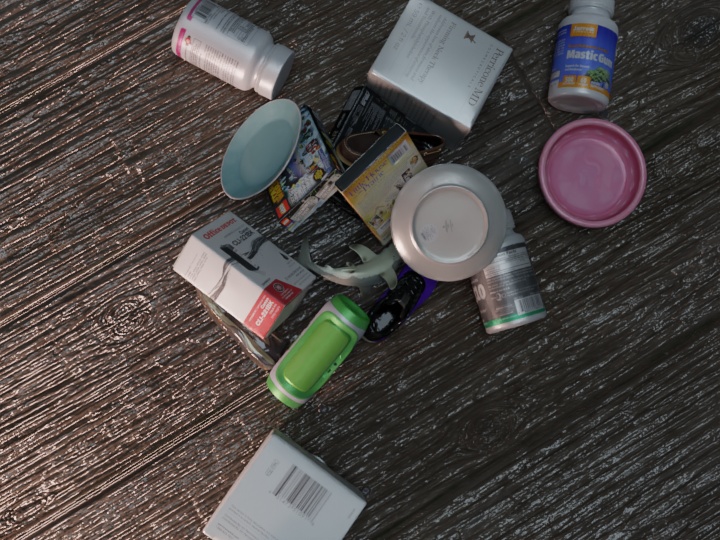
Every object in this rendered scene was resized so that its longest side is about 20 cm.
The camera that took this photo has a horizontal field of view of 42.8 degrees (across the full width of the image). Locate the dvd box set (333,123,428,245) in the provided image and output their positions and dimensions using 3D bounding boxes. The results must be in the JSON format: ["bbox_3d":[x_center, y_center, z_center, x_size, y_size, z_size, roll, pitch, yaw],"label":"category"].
[{"bbox_3d":[0.050,-0.141,1.553,0.146,0.200,0.029,-44,57,0],"label":"dvd box set"}]

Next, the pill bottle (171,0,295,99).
[{"bbox_3d":[-0.225,-0.393,1.639,0.199,0.113,0.114,28,83,0],"label":"pill bottle"}]

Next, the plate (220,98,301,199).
[{"bbox_3d":[-0.169,-0.209,1.608,0.026,0.199,0.202,32,81,-40],"label":"plate"}]

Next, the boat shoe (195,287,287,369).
[{"bbox_3d":[-0.208,0.084,1.614,0.073,0.074,0.200,-44,96,-17],"label":"boat shoe"}]

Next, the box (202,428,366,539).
[{"bbox_3d":[-0.125,0.406,1.546,0.198,0.131,0.201,36,83,1],"label":"box"}]

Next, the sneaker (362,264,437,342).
[{"bbox_3d":[0.078,0.048,1.612,0.069,0.100,0.200,40,84,0],"label":"sneaker"}]

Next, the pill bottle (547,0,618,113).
[{"bbox_3d":[0.410,-0.399,1.677,0.111,0.112,0.202,10,84,-2],"label":"pill bottle"}]

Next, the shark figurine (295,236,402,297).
[{"bbox_3d":[-0.015,0.011,1.628,0.212,0.090,0.129,-4,50,-12],"label":"shark figurine"}]

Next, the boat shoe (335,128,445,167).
[{"bbox_3d":[0.054,-0.214,1.576,0.198,0.070,0.071,-4,64,-34],"label":"boat shoe"}]

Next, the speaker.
[{"bbox_3d":[-0.073,0.139,1.582,0.088,0.088,0.200,40,99,2],"label":"speaker"}]

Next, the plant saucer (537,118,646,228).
[{"bbox_3d":[0.420,-0.175,1.683,0.198,0.051,0.203,0,83,-3],"label":"plant saucer"}]

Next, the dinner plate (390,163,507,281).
[{"bbox_3d":[0.150,-0.079,1.548,0.198,0.024,0.202,0,101,2],"label":"dinner plate"}]

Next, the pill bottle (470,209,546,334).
[{"bbox_3d":[0.248,0.002,1.622,0.112,0.113,0.202,-15,84,-5],"label":"pill bottle"}]

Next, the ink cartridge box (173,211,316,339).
[{"bbox_3d":[-0.196,0.004,1.568,0.199,0.144,0.084,36,117,4],"label":"ink cartridge box"}]

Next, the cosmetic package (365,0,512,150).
[{"bbox_3d":[0.132,-0.347,1.628,0.199,0.166,0.168,29,83,-1],"label":"cosmetic package"}]

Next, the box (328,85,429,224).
[{"bbox_3d":[0.013,-0.200,1.632,0.160,0.043,0.201,31,82,-28],"label":"box"}]

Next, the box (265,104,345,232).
[{"bbox_3d":[-0.106,-0.179,1.578,0.137,0.040,0.201,-42,43,17],"label":"box"}]
